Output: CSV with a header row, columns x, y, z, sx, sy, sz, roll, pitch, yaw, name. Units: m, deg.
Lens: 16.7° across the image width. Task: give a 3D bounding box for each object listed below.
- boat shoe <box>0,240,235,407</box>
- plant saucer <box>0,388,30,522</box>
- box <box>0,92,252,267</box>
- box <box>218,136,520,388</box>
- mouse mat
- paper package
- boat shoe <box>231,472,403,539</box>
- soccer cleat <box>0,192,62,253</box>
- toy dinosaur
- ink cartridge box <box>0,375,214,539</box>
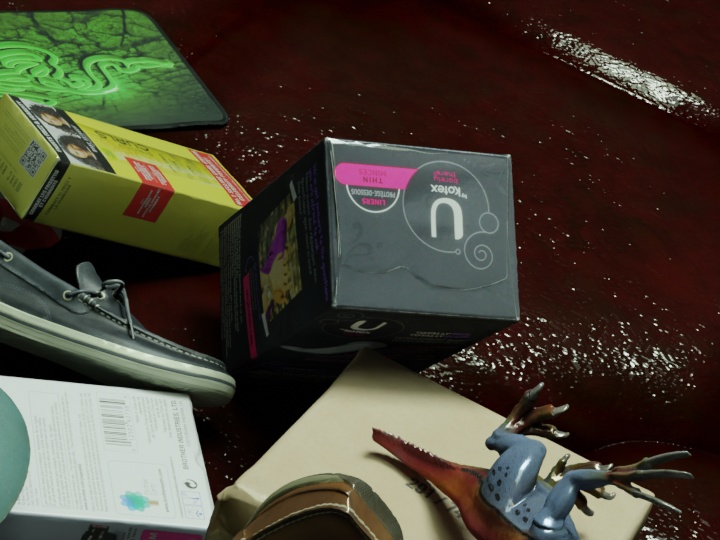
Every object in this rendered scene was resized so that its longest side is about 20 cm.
x,y,z,sx,sy,sz,roll,pitch,yaw,name
-0.165,0.028,1.478,0.199,0.075,0.062,21,74,9,boat shoe
-0.277,0.095,1.303,0.199,0.036,0.200,-3,39,2,plant saucer
-0.154,-0.055,1.575,0.200,0.050,0.075,16,25,-51,box
0.000,0.000,1.481,0.122,0.200,0.106,4,75,-22,box
-0.211,-0.148,1.787,0.199,0.008,0.161,-6,40,-33,mouse mat
0.037,0.158,1.372,0.200,0.104,0.191,27,33,13,paper package
-0.057,0.172,1.236,0.076,0.200,0.074,48,41,-3,boat shoe
-0.271,-0.078,1.575,0.199,0.069,0.085,24,65,15,soccer cleat
0.092,0.150,1.253,0.199,0.105,0.182,-14,27,23,toy dinosaur
-0.187,0.111,1.384,0.199,0.042,0.120,9,35,-20,ink cartridge box
